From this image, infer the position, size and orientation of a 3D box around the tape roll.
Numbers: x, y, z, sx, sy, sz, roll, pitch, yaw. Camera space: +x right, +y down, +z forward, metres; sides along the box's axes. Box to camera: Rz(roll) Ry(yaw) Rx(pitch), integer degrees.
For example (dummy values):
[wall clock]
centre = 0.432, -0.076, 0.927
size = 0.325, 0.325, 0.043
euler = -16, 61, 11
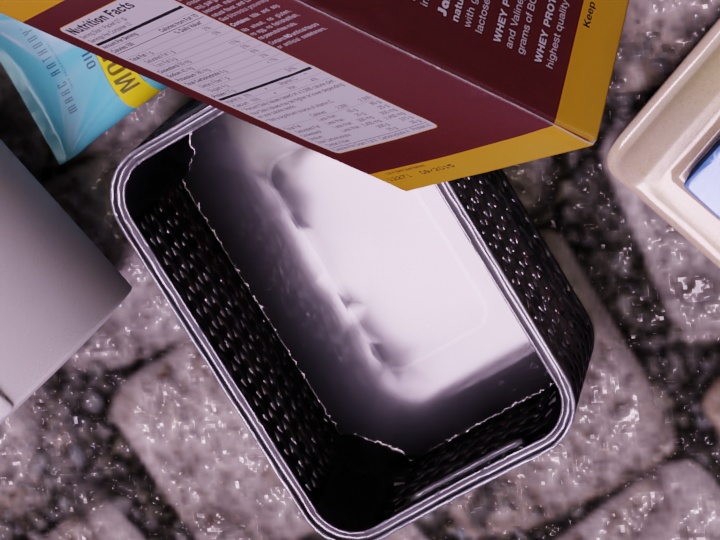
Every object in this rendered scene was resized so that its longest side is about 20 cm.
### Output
[tape roll]
centre = -0.217, 0.025, 1.001
size = 0.202, 0.203, 0.139
euler = -39, 97, 19

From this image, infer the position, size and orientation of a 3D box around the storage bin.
[storage bin]
centre = 0.000, 0.000, 1.008
size = 0.135, 0.094, 0.201
euler = -29, 99, 18

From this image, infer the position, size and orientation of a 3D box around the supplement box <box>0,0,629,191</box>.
[supplement box]
centre = -0.006, -0.164, 0.854
size = 0.199, 0.132, 0.199
euler = 22, 73, -28

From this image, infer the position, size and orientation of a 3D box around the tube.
[tube]
centre = -0.075, -0.124, 1.013
size = 0.199, 0.050, 0.078
euler = -27, 93, 23

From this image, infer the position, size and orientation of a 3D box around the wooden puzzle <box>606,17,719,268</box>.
[wooden puzzle]
centre = 0.232, -0.047, 0.971
size = 0.200, 0.046, 0.185
euler = 39, 110, -3
